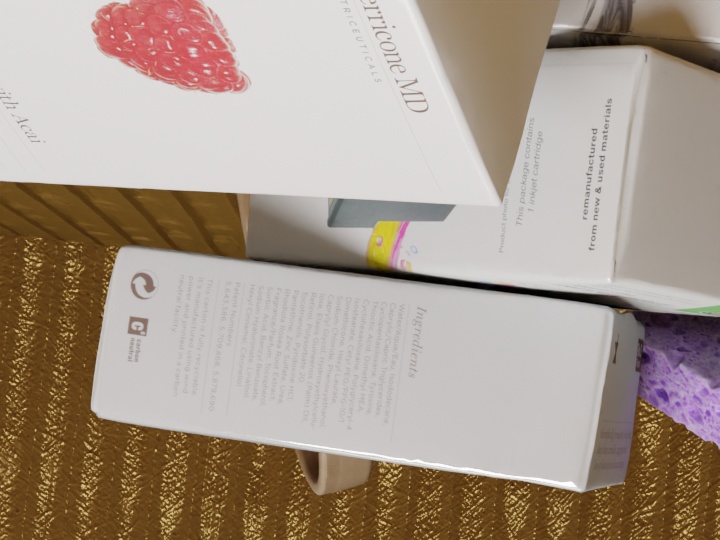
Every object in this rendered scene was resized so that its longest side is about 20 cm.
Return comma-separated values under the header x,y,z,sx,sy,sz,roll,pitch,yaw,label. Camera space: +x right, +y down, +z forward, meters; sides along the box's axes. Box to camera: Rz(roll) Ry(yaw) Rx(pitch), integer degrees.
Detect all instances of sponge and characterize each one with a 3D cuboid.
x,y,z,sx,sy,sz,roll,pitch,yaw,label
0.216,0.034,0.856,0.198,0.030,0.111,-11,-154,-28,sponge

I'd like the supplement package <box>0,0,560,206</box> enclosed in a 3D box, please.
x,y,z,sx,sy,sz,roll,pitch,yaw,label
-0.046,-0.106,0.665,0.198,0.121,0.122,3,147,24,supplement package

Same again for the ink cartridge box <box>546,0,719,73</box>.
x,y,z,sx,sy,sz,roll,pitch,yaw,label
0.108,-0.116,0.795,0.198,0.084,0.147,6,176,3,ink cartridge box

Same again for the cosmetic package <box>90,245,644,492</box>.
x,y,z,sx,sy,sz,roll,pitch,yaw,label
0.006,0.039,0.800,0.198,0.075,0.102,8,178,17,cosmetic package

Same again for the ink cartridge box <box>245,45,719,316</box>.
x,y,z,sx,sy,sz,roll,pitch,yaw,label
0.072,-0.032,0.805,0.145,0.088,0.199,10,177,-45,ink cartridge box

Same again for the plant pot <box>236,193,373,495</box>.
x,y,z,sx,sy,sz,roll,pitch,yaw,label
0.000,0.000,0.969,0.092,0.203,0.201,-11,178,-8,plant pot

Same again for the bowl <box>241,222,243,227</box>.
x,y,z,sx,sy,sz,roll,pitch,yaw,label
0.050,0.007,1.161,0.200,0.075,0.199,40,-168,26,bowl
